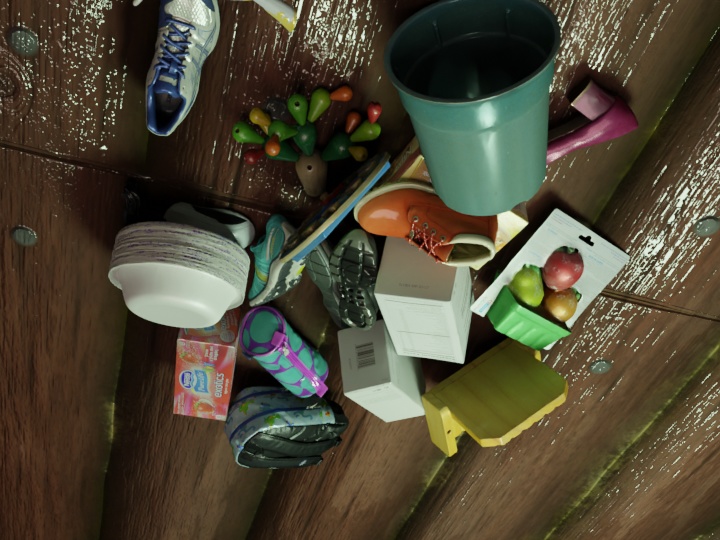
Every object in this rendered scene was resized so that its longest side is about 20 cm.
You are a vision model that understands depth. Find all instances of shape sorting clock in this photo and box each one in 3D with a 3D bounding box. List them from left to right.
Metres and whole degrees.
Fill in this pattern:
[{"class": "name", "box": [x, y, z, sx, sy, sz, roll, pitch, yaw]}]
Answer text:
[{"class": "shape sorting clock", "box": [-0.037, -0.085, 1.062, 0.039, 0.201, 0.200, 43, 124, -6]}]

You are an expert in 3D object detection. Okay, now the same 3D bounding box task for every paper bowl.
[{"class": "paper bowl", "box": [-0.264, 0.016, 1.174, 0.196, 0.107, 0.201, 6, 161, 2]}]

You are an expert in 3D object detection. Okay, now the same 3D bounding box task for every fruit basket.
[{"class": "fruit basket", "box": [0.286, 0.016, 1.233, 0.183, 0.094, 0.202, 24, 109, -31]}]

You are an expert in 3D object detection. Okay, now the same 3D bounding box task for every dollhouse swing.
[{"class": "dollhouse swing", "box": [0.231, 0.234, 1.313, 0.198, 0.176, 0.184, -30, 134, -15]}]

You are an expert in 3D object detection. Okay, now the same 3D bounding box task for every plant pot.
[{"class": "plant pot", "box": [0.142, -0.186, 0.961, 0.195, 0.203, 0.198, -9, 137, 10]}]

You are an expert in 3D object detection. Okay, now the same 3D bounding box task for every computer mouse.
[{"class": "computer mouse", "box": [-0.252, -0.063, 1.188, 0.195, 0.044, 0.111, 11, 132, -8]}]

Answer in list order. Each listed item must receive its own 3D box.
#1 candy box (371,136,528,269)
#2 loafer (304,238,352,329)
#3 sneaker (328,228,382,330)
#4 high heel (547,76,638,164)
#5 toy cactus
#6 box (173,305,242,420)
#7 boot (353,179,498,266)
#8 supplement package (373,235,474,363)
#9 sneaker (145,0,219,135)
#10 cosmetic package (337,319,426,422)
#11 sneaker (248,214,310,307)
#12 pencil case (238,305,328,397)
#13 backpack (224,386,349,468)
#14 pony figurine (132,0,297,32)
[{"class": "candy box", "box": [0.125, -0.093, 1.141, 0.197, 0.056, 0.115, 28, 128, -22]}, {"class": "loafer", "box": [-0.037, 0.007, 1.249, 0.071, 0.063, 0.202, 23, 147, 40]}, {"class": "sneaker", "box": [0.000, 0.000, 1.175, 0.074, 0.080, 0.202, 19, 144, 13]}, {"class": "high heel", "box": [0.268, -0.151, 1.070, 0.095, 0.068, 0.200, 34, 123, -14]}, {"class": "toy cactus", "box": [-0.065, -0.159, 1.071, 0.195, 0.104, 0.167, -10, 143, -1]}, {"class": "box", "box": [-0.254, 0.145, 1.348, 0.092, 0.104, 0.202, 9, 135, -7]}, {"class": "boot", "box": [0.086, -0.057, 1.065, 0.195, 0.109, 0.076, 2, 137, 4]}, {"class": "supplement package", "box": [0.098, 0.039, 1.183, 0.111, 0.112, 0.201, 6, 152, 16]}, {"class": "sneaker", "box": [-0.217, -0.253, 0.978, 0.074, 0.089, 0.202, 13, 131, -8]}, {"class": "cosmetic package", "box": [0.040, 0.167, 1.313, 0.083, 0.110, 0.200, -15, 152, 15]}, {"class": "sneaker", "box": [-0.130, -0.012, 1.223, 0.077, 0.080, 0.201, -27, 163, -35]}, {"class": "pencil case", "box": [-0.121, 0.137, 1.315, 0.086, 0.092, 0.200, -51, 147, -9]}, {"class": "backpack", "box": [-0.147, 0.282, 1.441, 0.198, 0.155, 0.164, -8, 147, -49]}, {"class": "pony figurine", "box": [-0.147, -0.352, 0.855, 0.196, 0.169, 0.195, 2, 140, -24]}]
